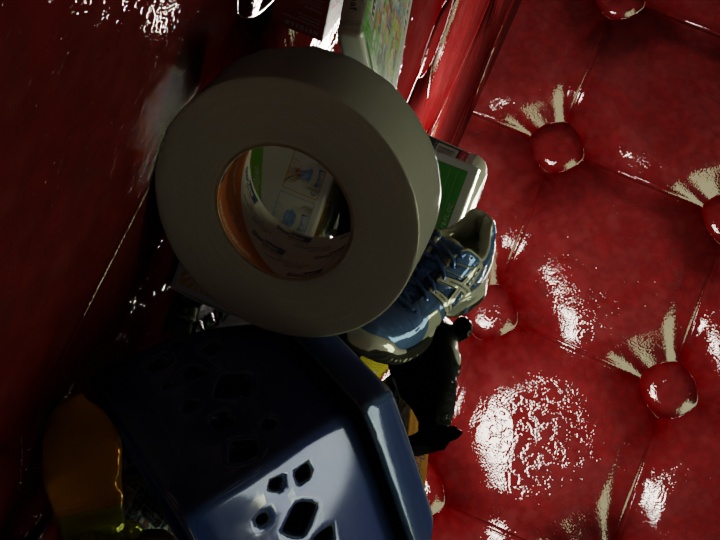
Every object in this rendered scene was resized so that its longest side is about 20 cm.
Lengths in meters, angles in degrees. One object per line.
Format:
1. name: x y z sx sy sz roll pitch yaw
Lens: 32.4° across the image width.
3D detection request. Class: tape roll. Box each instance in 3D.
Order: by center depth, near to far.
1. tape roll: -0.045 -0.055 0.887 0.066 0.198 0.202 -56 167 -57

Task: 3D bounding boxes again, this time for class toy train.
1. toy train: -0.132 0.019 1.165 0.200 0.034 0.046 -44 144 -72

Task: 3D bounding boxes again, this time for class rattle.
1. rattle: -0.197 0.177 0.953 0.129 0.145 0.200 -23 172 12

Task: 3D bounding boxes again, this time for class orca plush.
1. orca plush: 0.036 0.079 1.062 0.105 0.071 0.201 -37 -156 31

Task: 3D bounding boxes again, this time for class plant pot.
1. plant pot: -0.064 0.150 0.935 0.178 0.200 0.202 -29 127 -16

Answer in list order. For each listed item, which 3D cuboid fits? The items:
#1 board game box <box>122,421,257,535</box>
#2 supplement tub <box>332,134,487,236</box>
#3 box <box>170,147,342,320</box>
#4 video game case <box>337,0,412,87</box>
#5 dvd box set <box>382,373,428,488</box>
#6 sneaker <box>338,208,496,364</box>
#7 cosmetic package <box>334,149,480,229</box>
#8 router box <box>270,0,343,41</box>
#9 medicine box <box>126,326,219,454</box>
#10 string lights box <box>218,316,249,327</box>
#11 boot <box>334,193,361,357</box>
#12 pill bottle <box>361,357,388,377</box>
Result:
1. board game box: -0.130 0.232 1.082 0.035 0.134 0.202 -131 -159 -64
2. supplement tub: 0.024 -0.089 1.321 0.140 0.198 0.142 23 90 -83
3. box: -0.072 -0.064 1.058 0.112 0.100 0.202 -45 157 -75
4. video game case: 0.018 -0.216 0.959 0.200 0.022 0.185 70 29 -72
5. dvd box set: 0.006 0.178 1.108 0.146 0.029 0.201 -44 -163 26
6. sneaker: 0.048 0.008 1.000 0.200 0.075 0.078 -38 152 -51
7. cosmetic package: 0.007 -0.085 1.204 0.085 0.198 0.109 -26 136 -83
8. router box: -0.002 -0.317 1.021 0.201 0.048 0.181 -61 171 -46
9. medicine box: -0.155 0.189 1.216 0.200 0.102 0.184 -55 166 -60
10. string lights box: -0.092 0.021 1.364 0.200 0.058 0.104 -57 168 -58
11. boot: 0.000 0.000 1.071 0.200 0.075 0.170 -78 -174 -84
12. pill bottle: -0.016 0.069 1.282 0.200 0.112 0.112 -47 -174 36
